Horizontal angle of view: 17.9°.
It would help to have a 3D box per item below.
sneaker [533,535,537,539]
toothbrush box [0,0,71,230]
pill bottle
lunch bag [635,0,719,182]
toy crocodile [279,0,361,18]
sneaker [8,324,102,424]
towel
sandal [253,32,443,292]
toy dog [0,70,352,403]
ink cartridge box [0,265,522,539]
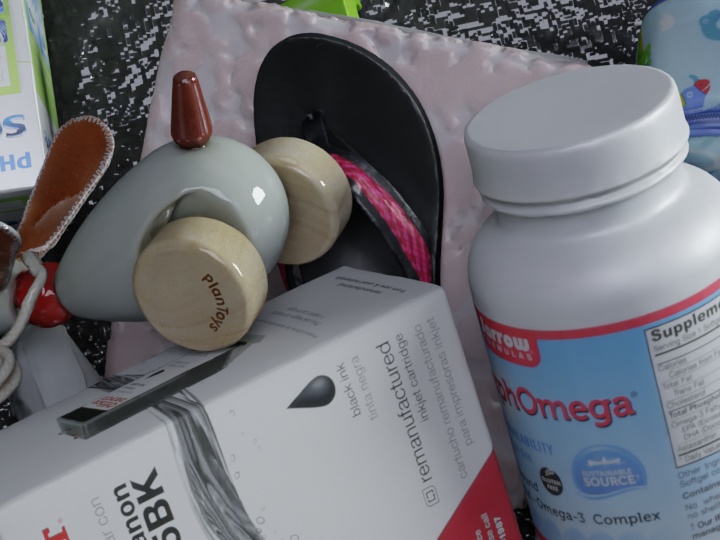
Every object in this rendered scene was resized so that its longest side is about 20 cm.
[{"bbox_3d":[0.162,0.142,0.967,0.199,0.075,0.088,9,69,0],"label":"sneaker"},{"bbox_3d":[-0.216,-0.112,1.014,0.145,0.086,0.201,-8,80,-2],"label":"toothbrush box"},{"bbox_3d":[0.104,0.028,0.890,0.108,0.109,0.201,-18,112,-3],"label":"pill bottle"},{"bbox_3d":[0.214,-0.058,0.960,0.199,0.161,0.083,-2,70,3],"label":"lunch bag"},{"bbox_3d":[0.026,-0.043,1.013,0.067,0.062,0.200,-39,82,18],"label":"toy crocodile"},{"bbox_3d":[-0.079,0.102,0.982,0.099,0.078,0.201,-30,89,-12],"label":"sneaker"},{"bbox_3d":[-0.004,-0.012,0.977,0.199,0.032,0.192,13,99,16],"label":"towel"},{"bbox_3d":[0.000,0.000,0.936,0.075,0.045,0.201,-10,92,19],"label":"sandal"},{"bbox_3d":[-0.107,-0.022,0.892,0.199,0.132,0.097,-16,111,10],"label":"toy dog"},{"bbox_3d":[-0.047,0.106,0.862,0.199,0.083,0.147,-26,108,-26],"label":"ink cartridge box"}]
